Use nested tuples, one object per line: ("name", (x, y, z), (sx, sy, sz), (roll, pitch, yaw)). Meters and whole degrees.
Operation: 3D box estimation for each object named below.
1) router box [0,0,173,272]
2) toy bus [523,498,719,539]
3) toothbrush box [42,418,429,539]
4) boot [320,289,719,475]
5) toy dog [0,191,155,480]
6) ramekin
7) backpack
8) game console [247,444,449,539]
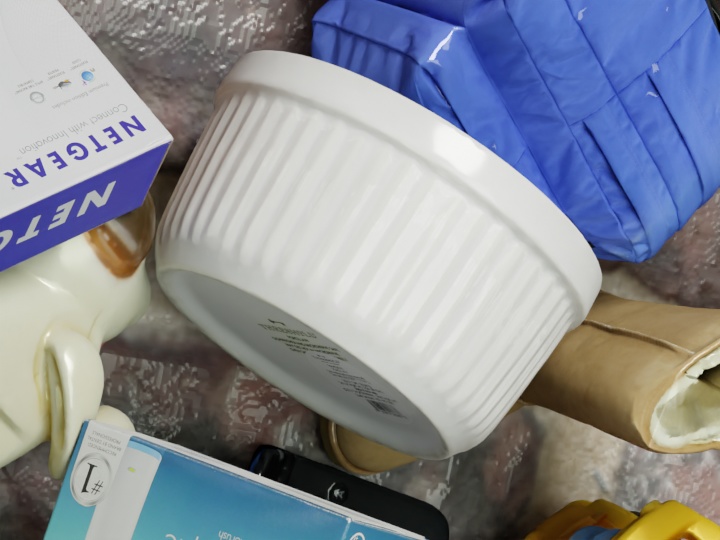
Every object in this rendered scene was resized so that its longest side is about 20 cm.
("router box", (-0.209, -0.071, 1.150), (0.200, 0.049, 0.180), (-28, 69, -39))
("toy bus", (0.150, 0.181, 1.347), (0.200, 0.192, 0.136), (40, 65, 18))
("toothbrush box", (-0.076, 0.184, 1.189), (0.085, 0.146, 0.201), (23, 87, -59))
("boot", (0.092, 0.056, 1.328), (0.175, 0.200, 0.066), (-34, 112, -19))
("toy dog", (-0.177, 0.022, 1.230), (0.200, 0.139, 0.194), (-43, 115, -27))
("ramekin", (0.000, 0.000, 1.257), (0.200, 0.200, 0.105), (39, 74, -26))
("backpack", (0.083, -0.094, 1.331), (0.168, 0.162, 0.200), (-45, 127, -8))
("game console", (-0.035, 0.195, 1.331), (0.170, 0.118, 0.201), (22, 88, -28))
